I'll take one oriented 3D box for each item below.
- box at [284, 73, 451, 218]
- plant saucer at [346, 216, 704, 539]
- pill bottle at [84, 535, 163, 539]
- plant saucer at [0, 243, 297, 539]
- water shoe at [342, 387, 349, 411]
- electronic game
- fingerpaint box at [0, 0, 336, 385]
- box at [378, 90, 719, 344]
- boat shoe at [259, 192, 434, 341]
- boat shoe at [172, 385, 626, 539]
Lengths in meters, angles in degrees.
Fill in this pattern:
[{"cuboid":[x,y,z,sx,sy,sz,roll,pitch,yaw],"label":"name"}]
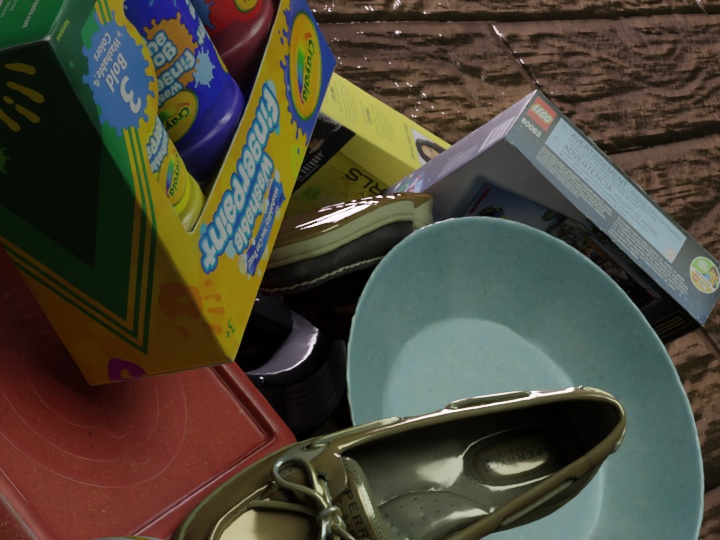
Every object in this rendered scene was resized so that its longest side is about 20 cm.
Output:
[{"cuboid":[0.005,-0.048,1.429,0.199,0.075,0.050,31,32,-35],"label":"box"},{"cuboid":[0.067,0.075,1.178,0.200,0.039,0.202,18,57,-29],"label":"plant saucer"},{"cuboid":[-0.104,0.153,0.920,0.200,0.112,0.113,1,51,-57],"label":"pill bottle"},{"cuboid":[-0.124,0.049,1.081,0.200,0.037,0.200,51,38,6],"label":"plant saucer"},{"cuboid":[0.075,0.103,1.326,0.200,0.071,0.079,50,21,2],"label":"water shoe"},{"cuboid":[-0.091,0.005,1.235,0.199,0.042,0.201,29,31,-19],"label":"electronic game"},{"cuboid":[-0.090,-0.083,1.076,0.201,0.073,0.167,-72,144,-47],"label":"fingerpaint box"},{"cuboid":[0.076,0.000,1.336,0.136,0.200,0.038,42,56,-12],"label":"box"},{"cuboid":[0.000,0.000,1.210,0.200,0.073,0.065,-17,95,-72],"label":"boat shoe"},{"cuboid":[0.017,0.092,1.066,0.200,0.063,0.074,-14,76,-27],"label":"boat shoe"}]
